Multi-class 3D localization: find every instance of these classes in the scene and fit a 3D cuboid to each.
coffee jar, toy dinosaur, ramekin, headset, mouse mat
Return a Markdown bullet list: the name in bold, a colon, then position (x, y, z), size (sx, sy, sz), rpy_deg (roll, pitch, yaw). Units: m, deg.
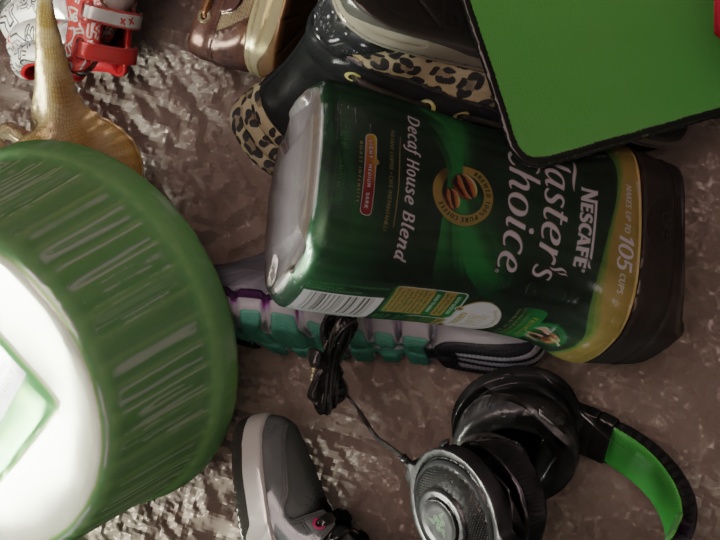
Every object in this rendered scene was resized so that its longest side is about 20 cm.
- **coffee jar**: position (0.059, -0.019, 0.854), size (0.199, 0.085, 0.105), rpy_deg (11, 67, -17)
- **toy dinosaur**: position (-0.166, -0.065, 0.971), size (0.100, 0.058, 0.201), rpy_deg (-4, 114, 16)
- **ramekin**: position (-0.169, 0.043, 0.907), size (0.199, 0.098, 0.201), rpy_deg (12, 115, 27)
- **headset**: position (0.066, 0.085, 0.865), size (0.199, 0.124, 0.094), rpy_deg (20, 124, 14)
- **mouse mat**: position (0.112, -0.159, 0.857), size (0.160, 0.008, 0.201), rpy_deg (-16, 84, -21)

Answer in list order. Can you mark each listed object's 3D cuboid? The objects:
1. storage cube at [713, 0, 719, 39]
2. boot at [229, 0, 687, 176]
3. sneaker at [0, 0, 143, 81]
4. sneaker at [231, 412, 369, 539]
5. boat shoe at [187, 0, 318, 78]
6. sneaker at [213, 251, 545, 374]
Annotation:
- **storage cube**: position (0.258, -0.178, 0.742), size (0.170, 0.180, 0.200), rpy_deg (28, 67, 25)
- **boot**: position (0.047, -0.086, 0.917), size (0.203, 0.154, 0.074), rpy_deg (17, 58, -24)
- **sneaker**: position (-0.120, -0.165, 0.958), size (0.201, 0.067, 0.109), rpy_deg (-16, 81, 36)
- **sneaker**: position (0.017, 0.154, 0.898), size (0.120, 0.084, 0.201), rpy_deg (-20, 87, 16)
- **boat shoe**: position (-0.045, -0.203, 0.966), size (0.072, 0.072, 0.201), rpy_deg (15, 89, 19)
- **sneaker**: position (0.000, 0.000, 0.937), size (0.199, 0.074, 0.088), rpy_deg (7, 75, 4)
